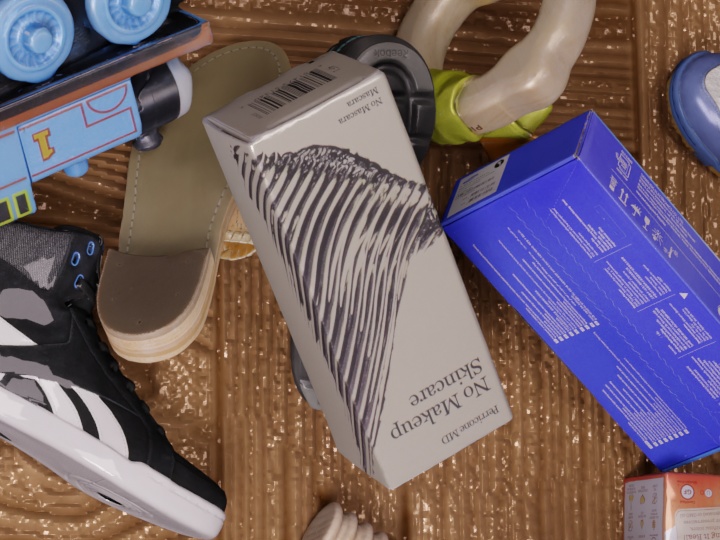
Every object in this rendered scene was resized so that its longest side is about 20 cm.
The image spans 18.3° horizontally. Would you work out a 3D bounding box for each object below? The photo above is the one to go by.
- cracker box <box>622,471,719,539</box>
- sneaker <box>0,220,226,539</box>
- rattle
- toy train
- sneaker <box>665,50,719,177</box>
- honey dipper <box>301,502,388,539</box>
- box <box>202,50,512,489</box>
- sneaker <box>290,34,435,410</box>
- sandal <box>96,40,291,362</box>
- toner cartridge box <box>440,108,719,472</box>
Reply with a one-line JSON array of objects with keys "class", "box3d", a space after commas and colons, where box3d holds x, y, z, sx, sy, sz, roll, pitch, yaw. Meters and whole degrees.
[{"class": "cracker box", "box3d": [0.214, 0.214, 1.225, 0.133, 0.058, 0.201, 4, 81, -19]}, {"class": "sneaker", "box3d": [-0.134, 0.043, 1.117, 0.200, 0.073, 0.112, 32, 72, -13]}, {"class": "rattle", "box3d": [0.102, -0.138, 1.232, 0.143, 0.130, 0.201, 27, 48, -24]}, {"class": "toy train", "box3d": [-0.166, -0.091, 1.095, 0.200, 0.087, 0.115, -26, 123, -26]}, {"class": "sneaker", "box3d": [0.269, -0.068, 1.271, 0.200, 0.088, 0.075, 30, 75, -12]}, {"class": "honey dipper", "box3d": [0.058, 0.187, 1.185, 0.200, 0.038, 0.038, 32, 73, -15]}, {"class": "box", "box3d": [0.000, 0.000, 1.105, 0.082, 0.068, 0.201, -30, 114, -15]}, {"class": "sneaker", "box3d": [-0.004, -0.027, 1.178, 0.075, 0.079, 0.201, 5, 101, -27]}, {"class": "sandal", "box3d": [-0.081, -0.023, 1.150, 0.077, 0.070, 0.212, 2, 47, 17]}, {"class": "toner cartridge box", "box3d": [0.142, 0.015, 1.184, 0.200, 0.095, 0.043, 47, 40, -22]}]
